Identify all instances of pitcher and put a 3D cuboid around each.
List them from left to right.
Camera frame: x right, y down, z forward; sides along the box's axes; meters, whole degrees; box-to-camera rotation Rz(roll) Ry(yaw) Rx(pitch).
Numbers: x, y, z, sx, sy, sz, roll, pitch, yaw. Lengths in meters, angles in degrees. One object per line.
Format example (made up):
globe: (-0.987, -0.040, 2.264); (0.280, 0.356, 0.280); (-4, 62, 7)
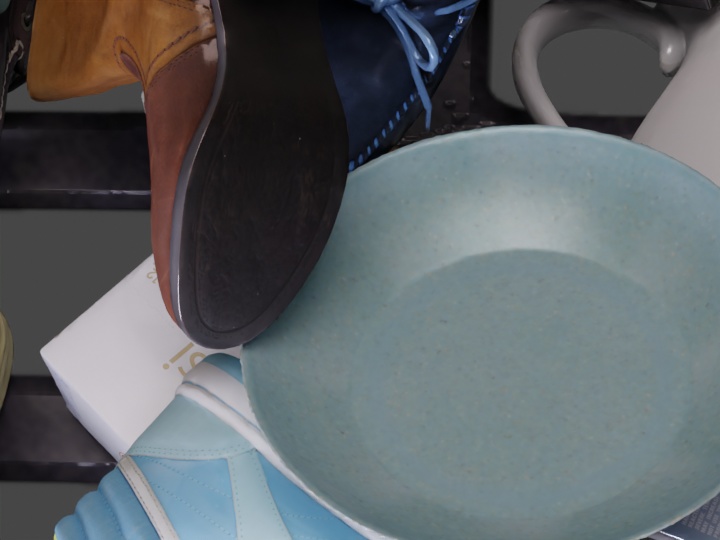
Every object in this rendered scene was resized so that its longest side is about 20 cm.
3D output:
pitcher: (0.137, -0.036, 1.074); (0.171, 0.121, 0.200); (0, 55, 17)

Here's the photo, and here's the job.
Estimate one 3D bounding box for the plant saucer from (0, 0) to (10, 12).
plant saucer: (-0.213, -0.139, 1.142); (0.200, 0.019, 0.070); (4, 69, 39)

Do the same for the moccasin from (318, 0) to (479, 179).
moccasin: (0.015, -0.126, 0.987); (0.080, 0.068, 0.200); (21, 102, -2)

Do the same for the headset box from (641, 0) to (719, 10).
headset box: (0.076, -0.193, 1.082); (0.200, 0.149, 0.075); (12, 50, 35)

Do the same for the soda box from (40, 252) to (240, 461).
soda box: (-0.036, 0.087, 1.055); (0.068, 0.064, 0.200); (-41, 70, -13)

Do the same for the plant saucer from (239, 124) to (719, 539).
plant saucer: (0.057, 0.032, 0.959); (0.200, 0.039, 0.201); (-3, 49, 3)

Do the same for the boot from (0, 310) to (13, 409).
boot: (-0.189, 0.073, 1.022); (0.073, 0.156, 0.200); (8, 67, 8)

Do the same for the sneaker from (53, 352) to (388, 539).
sneaker: (-0.030, 0.134, 0.958); (0.131, 0.080, 0.200); (-42, 60, -15)

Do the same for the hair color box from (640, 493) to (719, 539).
hair color box: (0.184, 0.113, 1.006); (0.200, 0.099, 0.061); (22, 70, 14)

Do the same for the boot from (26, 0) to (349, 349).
boot: (-0.086, -0.072, 1.006); (0.068, 0.200, 0.189); (-3, 95, -34)

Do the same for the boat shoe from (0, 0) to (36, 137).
boat shoe: (-0.160, -0.111, 1.150); (0.065, 0.072, 0.200); (20, 56, -35)

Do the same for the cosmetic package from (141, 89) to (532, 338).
cosmetic package: (0.000, 0.000, 1.069); (0.071, 0.105, 0.200); (-35, 70, -11)
